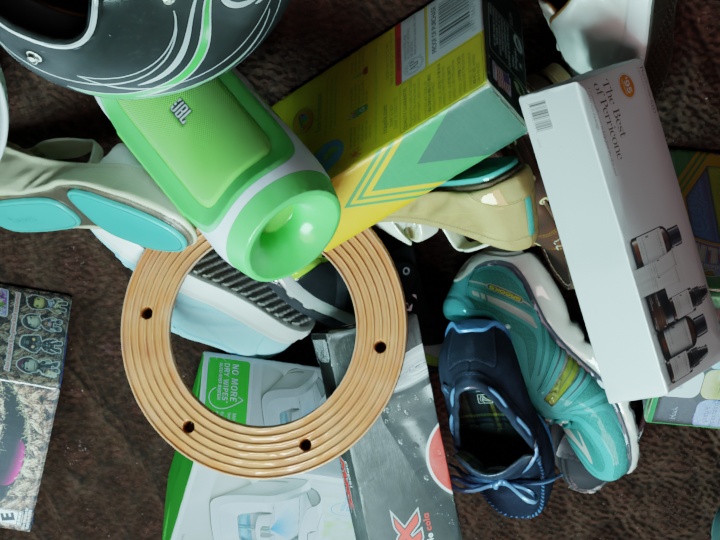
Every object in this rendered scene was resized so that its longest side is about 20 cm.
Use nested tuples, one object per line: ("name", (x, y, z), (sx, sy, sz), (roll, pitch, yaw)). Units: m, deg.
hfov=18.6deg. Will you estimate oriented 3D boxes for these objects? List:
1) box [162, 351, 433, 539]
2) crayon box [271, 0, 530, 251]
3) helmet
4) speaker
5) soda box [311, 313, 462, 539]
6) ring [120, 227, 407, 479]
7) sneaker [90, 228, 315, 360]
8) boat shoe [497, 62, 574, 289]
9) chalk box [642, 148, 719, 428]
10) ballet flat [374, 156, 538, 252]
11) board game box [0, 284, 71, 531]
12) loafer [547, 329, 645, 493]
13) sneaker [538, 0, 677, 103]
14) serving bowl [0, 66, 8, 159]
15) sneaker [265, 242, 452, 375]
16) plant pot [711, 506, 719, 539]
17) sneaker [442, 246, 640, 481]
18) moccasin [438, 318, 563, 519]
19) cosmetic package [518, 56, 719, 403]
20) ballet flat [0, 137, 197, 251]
("box", (-0.051, 0.157, 1.653), (0.175, 0.097, 0.200), (9, 146, -9))
("crayon box", (0.016, -0.097, 1.440), (0.199, 0.128, 0.051), (-30, 125, 25))
("helmet", (-0.134, -0.196, 1.313), (0.199, 0.201, 0.191), (26, 134, -21))
("speaker", (-0.097, -0.085, 1.398), (0.088, 0.200, 0.089), (-28, 146, -21))
("soda box", (0.023, 0.134, 1.524), (0.070, 0.063, 0.202), (-12, 91, -9))
("ring", (-0.065, 0.040, 1.487), (0.199, 0.202, 0.019), (-11, 174, 10))
("sneaker", (-0.130, 0.011, 1.569), (0.199, 0.074, 0.082), (35, 123, -23))
("boat shoe", (0.122, -0.054, 1.493), (0.070, 0.070, 0.201), (-34, 138, -13))
("chalk box", (0.260, 0.029, 1.498), (0.123, 0.201, 0.125), (5, 131, -4))
("ballet flat", (0.045, -0.042, 1.459), (0.068, 0.199, 0.063), (-31, 111, -27))
("board game box", (-0.325, 0.091, 1.622), (0.198, 0.097, 0.160), (10, 130, -9))
("loafer", (0.184, 0.103, 1.654), (0.071, 0.063, 0.201), (7, 131, -6))
("sneaker", (0.158, -0.151, 1.444), (0.084, 0.073, 0.201), (24, 139, 18))
("serving bowl", (-0.328, -0.125, 1.454), (0.198, 0.066, 0.201), (0, 130, 0))
("sneaker", (0.000, 0.000, 1.576), (0.199, 0.072, 0.083), (34, 105, -29))
("plant pot", (0.384, 0.239, 1.700), (0.195, 0.201, 0.201), (-12, 131, 20))
("sneaker", (0.127, 0.077, 1.588), (0.201, 0.080, 0.077), (53, 150, -13))
("moccasin", (0.087, 0.118, 1.533), (0.080, 0.069, 0.201), (-8, 136, 18))
("cosmetic package", (0.168, -0.026, 1.381), (0.050, 0.082, 0.202), (-13, 97, 39))
("ballet flat", (-0.178, -0.058, 1.469), (0.199, 0.070, 0.070), (8, 140, 37))
